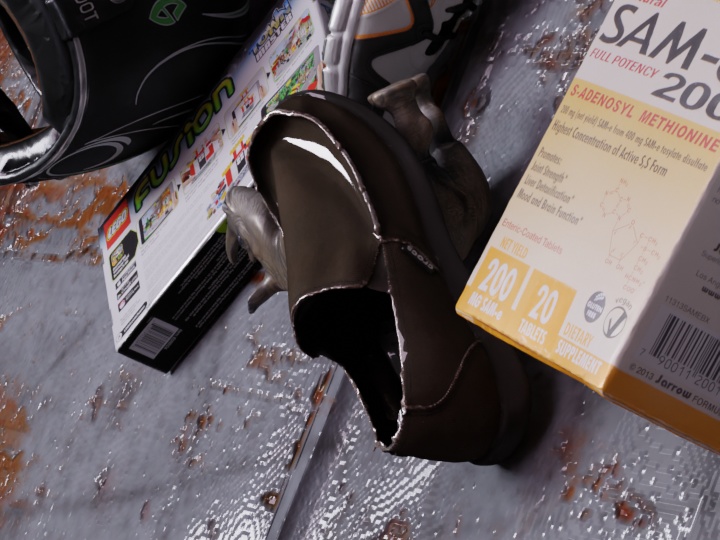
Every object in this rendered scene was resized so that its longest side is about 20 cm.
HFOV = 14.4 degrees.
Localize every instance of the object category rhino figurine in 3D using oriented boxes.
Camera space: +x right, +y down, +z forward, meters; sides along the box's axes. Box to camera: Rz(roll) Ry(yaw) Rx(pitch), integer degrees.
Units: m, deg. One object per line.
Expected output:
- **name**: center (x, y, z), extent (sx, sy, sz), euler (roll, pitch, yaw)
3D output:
- **rhino figurine**: center (-0.011, -0.027, 1.339), extent (0.200, 0.060, 0.087), euler (-22, 93, 52)

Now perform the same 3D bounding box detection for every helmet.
- **helmet**: center (-0.157, -0.147, 1.565), extent (0.200, 0.200, 0.191), euler (-36, 0, 41)

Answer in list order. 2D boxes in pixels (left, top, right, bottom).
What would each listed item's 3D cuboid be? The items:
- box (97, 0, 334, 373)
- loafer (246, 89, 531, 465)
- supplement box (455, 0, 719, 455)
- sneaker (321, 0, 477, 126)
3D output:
- **box**: center (-0.065, -0.052, 1.494), extent (0.200, 0.035, 0.110), euler (-49, 31, 25)
- **loafer**: center (0.000, 0.000, 1.223), extent (0.200, 0.071, 0.073), euler (56, 138, 31)
- **supplement box**: center (0.134, -0.044, 1.112), extent (0.200, 0.074, 0.126), euler (-63, 29, 1)
- **sneaker**: center (0.035, -0.145, 1.352), extent (0.074, 0.080, 0.200), euler (-44, -32, -68)
